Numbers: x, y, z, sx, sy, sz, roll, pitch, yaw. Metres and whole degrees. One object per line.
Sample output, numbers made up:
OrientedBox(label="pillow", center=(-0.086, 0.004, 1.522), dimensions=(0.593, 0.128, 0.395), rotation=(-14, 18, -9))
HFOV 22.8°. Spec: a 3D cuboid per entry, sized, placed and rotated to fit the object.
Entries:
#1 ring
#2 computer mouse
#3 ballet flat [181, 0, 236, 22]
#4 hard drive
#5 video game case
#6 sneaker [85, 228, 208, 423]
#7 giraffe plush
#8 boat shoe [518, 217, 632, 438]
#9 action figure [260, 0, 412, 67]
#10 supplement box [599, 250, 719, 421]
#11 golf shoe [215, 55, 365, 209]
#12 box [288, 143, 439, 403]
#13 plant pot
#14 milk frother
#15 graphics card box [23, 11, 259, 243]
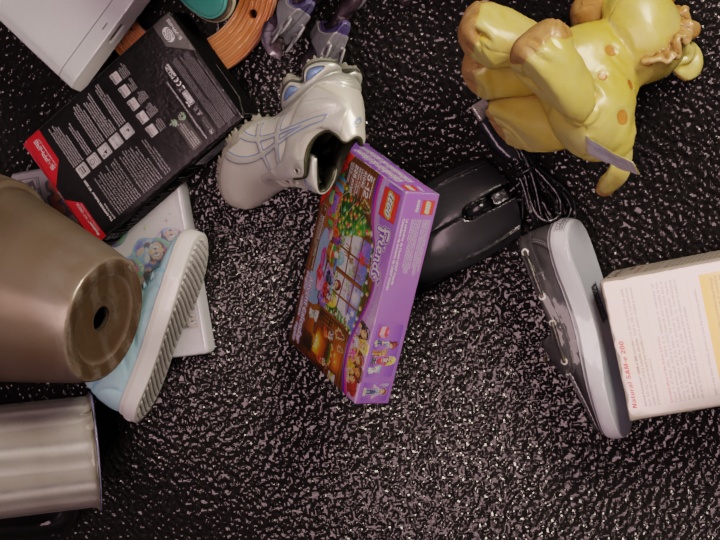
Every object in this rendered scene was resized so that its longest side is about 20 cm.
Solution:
OrientedBox(label="ring", center=(-0.166, -0.279, 1.678), dimensions=(0.198, 0.019, 0.203), rotation=(3, 99, 19))
OrientedBox(label="computer mouse", center=(0.081, -0.050, 1.610), dimensions=(0.199, 0.053, 0.139), rotation=(-34, 87, 20))
OrientedBox(label="ballet flat", center=(-0.171, -0.315, 1.631), dimensions=(0.069, 0.069, 0.201), rotation=(-39, 89, 20))
OrientedBox(label="hard drive", center=(-0.295, -0.283, 1.691), dimensions=(0.200, 0.027, 0.132), rotation=(42, 100, 19))
OrientedBox(label="video game case", center=(-0.242, -0.009, 1.743), dimensions=(0.180, 0.024, 0.202), rotation=(-8, 96, 20))
OrientedBox(label="sneaker", center=(-0.210, 0.043, 1.691), dimensions=(0.081, 0.074, 0.202), rotation=(26, 105, 9))
OrientedBox(label="giraffe plush", center=(0.202, -0.183, 1.501), dimensions=(0.199, 0.173, 0.162), rotation=(35, 73, 25))
OrientedBox(label="boat shoe", center=(0.186, 0.055, 1.580), dimensions=(0.066, 0.070, 0.202), rotation=(-12, 103, 32))
OrientedBox(label="action figure", center=(-0.007, -0.263, 1.589), dimensions=(0.129, 0.070, 0.201), rotation=(25, 120, -19))
OrientedBox(label="supplement box", center=(0.318, 0.047, 1.532), dimensions=(0.198, 0.073, 0.127), rotation=(-11, 95, 20))
OrientedBox(label="golf shoe", center=(-0.063, -0.100, 1.605), dimensions=(0.200, 0.078, 0.098), rotation=(-46, 51, 41))
OrientedBox(label="box", center=(0.000, 0.000, 1.604), dimensions=(0.137, 0.039, 0.202), rotation=(38, 120, 53))
OrientedBox(label="plant pot", center=(-0.302, 0.025, 1.637), dimensions=(0.172, 0.199, 0.202), rotation=(16, 104, 26))
OrientedBox(label="milk frother", center=(-0.356, 0.156, 1.755), dimensions=(0.186, 0.181, 0.202), rotation=(-5, 68, -12))
OrientedBox(label="graphics card box", center=(-0.206, -0.132, 1.675), dimensions=(0.200, 0.051, 0.126), rotation=(-39, 82, 19))
